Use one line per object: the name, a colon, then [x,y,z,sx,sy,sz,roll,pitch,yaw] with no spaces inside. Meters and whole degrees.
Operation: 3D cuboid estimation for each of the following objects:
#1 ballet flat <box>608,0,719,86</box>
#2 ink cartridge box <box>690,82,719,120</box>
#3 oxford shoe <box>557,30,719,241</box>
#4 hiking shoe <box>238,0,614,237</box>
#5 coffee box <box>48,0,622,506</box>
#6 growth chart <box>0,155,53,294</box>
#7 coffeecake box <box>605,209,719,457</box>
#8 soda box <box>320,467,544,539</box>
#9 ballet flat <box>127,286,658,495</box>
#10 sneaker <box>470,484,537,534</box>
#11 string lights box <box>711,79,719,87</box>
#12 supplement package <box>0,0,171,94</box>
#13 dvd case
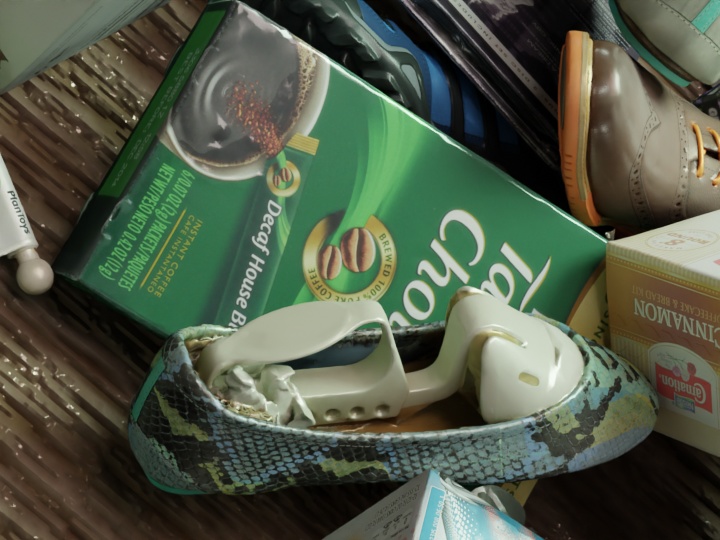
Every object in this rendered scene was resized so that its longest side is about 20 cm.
ballet flat: [0.120,-0.128,1.189,0.067,0.064,0.200,35,12,-19]
ink cartridge box: [0.247,-0.049,1.251,0.050,0.199,0.109,-31,103,-52]
oxford shoe: [0.124,-0.046,1.166,0.200,0.073,0.072,38,52,-66]
hiking shoe: [0.022,-0.056,1.192,0.200,0.074,0.087,45,35,-20]
coffee box: [0.000,0.000,1.111,0.200,0.044,0.123,33,83,-20]
growth chart: [-0.195,-0.016,1.022,0.200,0.018,0.145,-21,81,-43]
coffeecake box: [0.216,0.015,1.113,0.199,0.153,0.073,-17,112,-31]
soda box: [-0.017,0.139,0.946,0.063,0.200,0.069,33,47,-19]
ballet flat: [0.018,0.039,1.055,0.199,0.074,0.075,-7,69,-19]
sneaker: [0.043,0.178,1.070,0.078,0.090,0.201,-57,128,-75]
string lights box: [0.257,-0.099,1.303,0.103,0.200,0.059,54,44,0]
supplement package: [-0.118,-0.197,1.090,0.111,0.156,0.200,-36,90,-44]
dvd case: [0.057,-0.130,1.245,0.149,0.016,0.200,47,26,-4]
